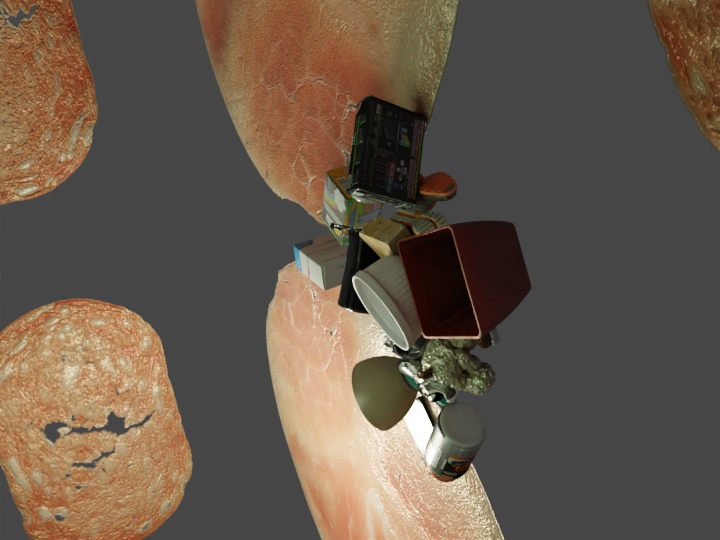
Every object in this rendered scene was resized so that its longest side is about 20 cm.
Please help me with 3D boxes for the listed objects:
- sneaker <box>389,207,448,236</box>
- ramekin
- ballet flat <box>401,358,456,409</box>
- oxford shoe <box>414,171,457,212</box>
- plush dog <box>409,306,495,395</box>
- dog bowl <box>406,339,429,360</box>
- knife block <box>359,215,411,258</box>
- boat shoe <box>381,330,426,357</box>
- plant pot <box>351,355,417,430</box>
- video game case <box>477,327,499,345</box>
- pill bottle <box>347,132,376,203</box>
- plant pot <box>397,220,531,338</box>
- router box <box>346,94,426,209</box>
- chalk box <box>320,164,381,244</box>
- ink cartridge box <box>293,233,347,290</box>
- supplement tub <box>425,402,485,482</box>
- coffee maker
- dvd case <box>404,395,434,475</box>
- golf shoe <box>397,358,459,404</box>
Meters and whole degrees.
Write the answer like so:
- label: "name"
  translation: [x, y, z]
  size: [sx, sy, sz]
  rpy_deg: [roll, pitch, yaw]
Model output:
- label: "sneaker"
  translation: [0.145, -0.089, 1.313]
  size: [0.199, 0.077, 0.079]
  rpy_deg: [34, 150, 56]
- label: "ramekin"
  translation: [0.080, 0.062, 1.256]
  size: [0.201, 0.104, 0.201]
  rpy_deg: [49, 167, 15]
- label: "ballet flat"
  translation: [0.176, 0.303, 1.490]
  size: [0.200, 0.068, 0.069]
  rpy_deg: [43, 171, 42]
- label: "oxford shoe"
  translation: [0.155, -0.168, 1.256]
  size: [0.074, 0.071, 0.199]
  rpy_deg: [60, 164, -23]
- label: "plush dog"
  translation: [0.200, 0.154, 1.238]
  size: [0.199, 0.157, 0.177]
  rpy_deg: [36, 114, 51]
- label: "dog bowl"
  translation: [0.133, 0.139, 1.484]
  size: [0.200, 0.057, 0.205]
  rpy_deg: [43, 141, 47]
- label: "knife block"
  translation: [0.099, -0.027, 1.338]
  size: [0.199, 0.064, 0.178]
  rpy_deg: [27, 154, 58]
- label: "boat shoe"
  translation: [0.101, 0.180, 1.406]
  size: [0.199, 0.071, 0.069]
  rpy_deg: [-22, 44, 61]
- label: "plant pot"
  translation: [0.086, 0.320, 1.579]
  size: [0.133, 0.198, 0.205]
  rpy_deg: [-32, 75, 27]
- label: "video game case"
  translation: [0.226, 0.075, 1.300]
  size: [0.199, 0.021, 0.188]
  rpy_deg: [-9, 97, 65]
- label: "pill bottle"
  translation: [0.030, -0.275, 1.367]
  size: [0.114, 0.111, 0.204]
  rpy_deg: [51, 147, 36]
- label: "plant pot"
  translation: [0.213, 0.005, 1.106]
  size: [0.199, 0.172, 0.206]
  rpy_deg: [-12, 95, 64]
- label: "router box"
  translation: [0.056, -0.247, 1.211]
  size: [0.062, 0.146, 0.207]
  rpy_deg: [-5, 76, 61]
- label: "chalk box"
  translation: [-0.025, -0.165, 1.539]
  size: [0.125, 0.121, 0.203]
  rpy_deg: [52, 149, 32]
- label: "ink cartridge box"
  translation: [-0.098, -0.029, 1.743]
  size: [0.199, 0.141, 0.087]
  rpy_deg: [33, 135, 53]
- label: "supplement tub"
  translation: [0.227, 0.429, 1.404]
  size: [0.123, 0.120, 0.203]
  rpy_deg: [52, 148, 34]
- label: "coffee maker"
  translation: [0.000, 0.000, 1.452]
  size: [0.135, 0.186, 0.207]
  rpy_deg: [-9, -70, -86]
- label: "dvd case"
  translation: [0.187, 0.473, 1.631]
  size: [0.204, 0.016, 0.149]
  rpy_deg: [65, 152, 17]
- label: "golf shoe"
  translation: [0.163, 0.274, 1.411]
  size: [0.197, 0.076, 0.098]
  rpy_deg: [3, 80, 48]
